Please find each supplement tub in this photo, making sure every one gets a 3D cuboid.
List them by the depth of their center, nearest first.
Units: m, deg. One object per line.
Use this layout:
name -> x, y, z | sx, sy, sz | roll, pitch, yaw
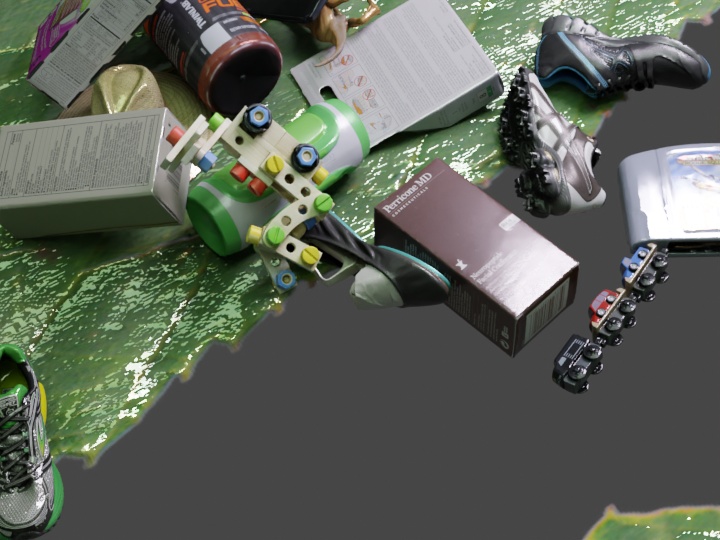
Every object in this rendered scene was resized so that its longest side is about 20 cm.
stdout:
supplement tub -> -0.181, -0.274, 1.630 | 0.106, 0.107, 0.200 | -29, 58, -20

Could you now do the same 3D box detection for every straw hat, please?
straw hat -> -0.256, -0.177, 1.572 | 0.199, 0.085, 0.203 | 0, 53, 0

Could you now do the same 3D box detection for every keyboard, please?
keyboard -> -0.104, -0.334, 1.691 | 0.199, 0.040, 0.105 | 16, 72, 37

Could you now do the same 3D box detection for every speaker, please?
speaker -> -0.085, -0.100, 1.512 | 0.199, 0.089, 0.088 | -37, 61, -22

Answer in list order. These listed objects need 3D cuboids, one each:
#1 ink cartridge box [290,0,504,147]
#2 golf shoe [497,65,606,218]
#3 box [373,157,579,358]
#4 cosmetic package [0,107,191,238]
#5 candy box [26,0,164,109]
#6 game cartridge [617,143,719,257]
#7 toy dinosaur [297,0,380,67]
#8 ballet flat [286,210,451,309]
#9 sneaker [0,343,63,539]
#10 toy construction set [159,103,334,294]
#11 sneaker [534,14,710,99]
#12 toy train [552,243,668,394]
ink cartridge box -> 0.041, -0.216, 1.635 | 0.199, 0.050, 0.162 | -31, 57, 1
golf shoe -> 0.208, -0.136, 1.555 | 0.093, 0.078, 0.202 | 4, 53, -18
box -> 0.116, -0.016, 1.457 | 0.199, 0.075, 0.100 | 38, 62, 27
cosmetic package -> -0.279, -0.099, 1.478 | 0.198, 0.073, 0.105 | -3, 64, 21
candy box -> -0.282, -0.291, 1.580 | 0.200, 0.061, 0.137 | -42, 29, 22
game cartridge -> 0.377, -0.075, 1.521 | 0.198, 0.042, 0.134 | -1, 57, 0
toy dinosaur -> -0.029, -0.281, 1.646 | 0.106, 0.060, 0.200 | -41, 33, 1
ballet flat -> 0.000, 0.000, 1.456 | 0.199, 0.068, 0.068 | 30, 68, 33
sneaker -> -0.325, 0.159, 1.324 | 0.077, 0.086, 0.201 | -13, 55, -9
toy construction set -> -0.105, -0.086, 1.411 | 0.200, 0.092, 0.132 | 43, 76, -21
sneaker -> 0.294, -0.225, 1.622 | 0.198, 0.073, 0.083 | 14, 71, 17
toy train -> 0.251, 0.044, 1.436 | 0.046, 0.034, 0.200 | 23, 57, 32
